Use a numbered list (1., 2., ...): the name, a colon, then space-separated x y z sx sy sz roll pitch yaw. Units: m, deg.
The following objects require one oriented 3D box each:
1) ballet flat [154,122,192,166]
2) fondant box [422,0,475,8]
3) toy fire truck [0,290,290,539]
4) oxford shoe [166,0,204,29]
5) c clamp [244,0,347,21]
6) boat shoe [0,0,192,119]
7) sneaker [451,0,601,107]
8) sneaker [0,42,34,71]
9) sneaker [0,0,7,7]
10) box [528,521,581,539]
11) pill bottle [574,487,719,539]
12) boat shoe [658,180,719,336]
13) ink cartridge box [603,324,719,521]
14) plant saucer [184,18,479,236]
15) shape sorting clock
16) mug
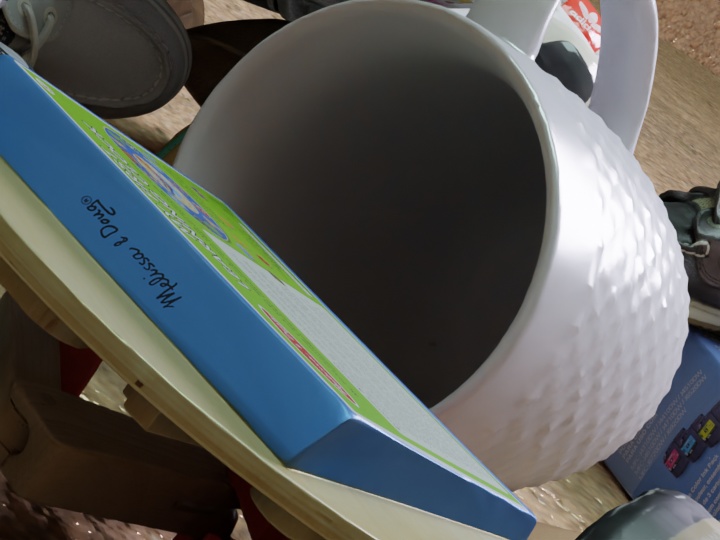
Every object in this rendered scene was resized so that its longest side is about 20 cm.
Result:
1. ballet flat: 0.000 0.000 0.911 0.199 0.063 0.069 27 16 -35
2. fondant box: -0.027 -0.151 0.894 0.144 0.059 0.200 20 1 -18
3. toy fire truck: -0.048 0.059 0.608 0.141 0.049 0.200 34 14 -4
4. oxford shoe: -0.099 -0.134 1.091 0.072 0.085 0.200 34 11 0
5. c clamp: -0.073 -0.124 0.895 0.199 0.027 0.171 21 0 15
6. boat shoe: -0.148 -0.102 0.878 0.199 0.072 0.069 29 17 -30
7. sneaker: 0.068 -0.092 0.972 0.071 0.093 0.200 59 -15 -8
8. sneaker: -0.125 -0.038 0.689 0.140 0.078 0.200 23 18 -41
9. sneaker: -0.125 -0.122 0.707 0.078 0.080 0.200 27 5 -20
10. box: 0.127 0.156 0.773 0.163 0.021 0.200 20 20 -50
11. pill bottle: 0.111 0.154 0.541 0.200 0.112 0.112 40 13 19
12. boat shoe: 0.161 -0.009 1.025 0.200 0.066 0.072 25 17 -22
13. ink cartridge box: 0.180 0.089 1.036 0.136 0.077 0.200 28 13 -32
14. plant saucer: 0.006 -0.046 0.984 0.200 0.035 0.200 37 -10 8
15. shape sorting clock: -0.033 0.019 0.586 0.200 0.039 0.200 43 4 -4
16. mug: 0.047 -0.020 0.804 0.147 0.201 0.175 23 -1 32
